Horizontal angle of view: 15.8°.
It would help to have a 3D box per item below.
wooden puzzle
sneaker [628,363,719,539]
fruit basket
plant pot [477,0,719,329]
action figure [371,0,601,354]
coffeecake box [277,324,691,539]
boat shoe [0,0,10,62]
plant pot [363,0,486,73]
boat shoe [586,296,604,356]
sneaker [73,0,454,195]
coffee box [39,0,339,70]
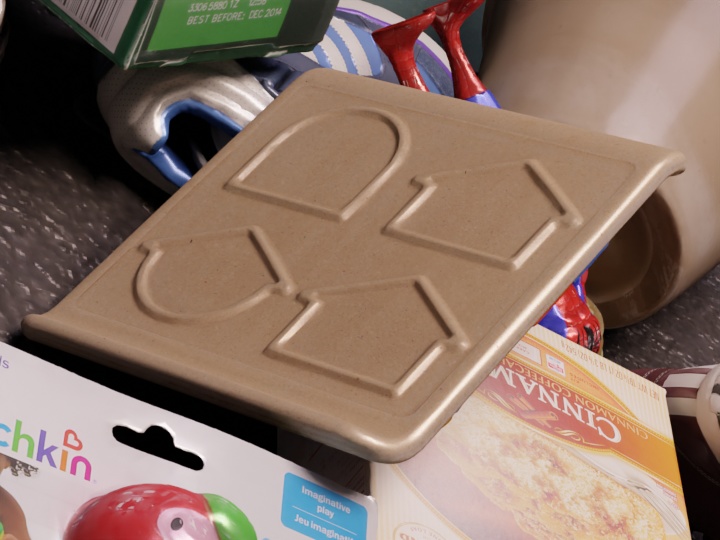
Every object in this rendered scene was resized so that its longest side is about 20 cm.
[{"bbox_3d":[0.000,0.000,0.983,0.185,0.047,0.200,17,45,38],"label":"wooden puzzle"},{"bbox_3d":[0.177,0.108,1.149,0.076,0.115,0.200,-49,121,-27],"label":"sneaker"},{"bbox_3d":[-0.068,0.118,0.790,0.185,0.094,0.201,25,50,-23],"label":"fruit basket"},{"bbox_3d":[0.129,-0.068,1.248,0.200,0.200,0.174,37,46,-2],"label":"plant pot"},{"bbox_3d":[0.068,-0.018,1.103,0.065,0.051,0.201,-30,102,-51],"label":"action figure"},{"bbox_3d":[0.049,0.100,1.000,0.153,0.073,0.200,27,31,-19],"label":"coffeecake box"},{"bbox_3d":[-0.226,-0.142,1.065,0.200,0.057,0.067,41,64,11],"label":"boat shoe"},{"bbox_3d":[0.059,-0.255,1.395,0.196,0.200,0.196,24,32,-24],"label":"plant pot"},{"bbox_3d":[0.041,0.009,1.134,0.200,0.063,0.073,14,37,-37],"label":"boat shoe"},{"bbox_3d":[-0.031,-0.060,1.142,0.199,0.081,0.147,24,37,-29],"label":"sneaker"},{"bbox_3d":[-0.115,-0.156,1.077,0.200,0.044,0.123,40,30,28],"label":"coffee box"}]
